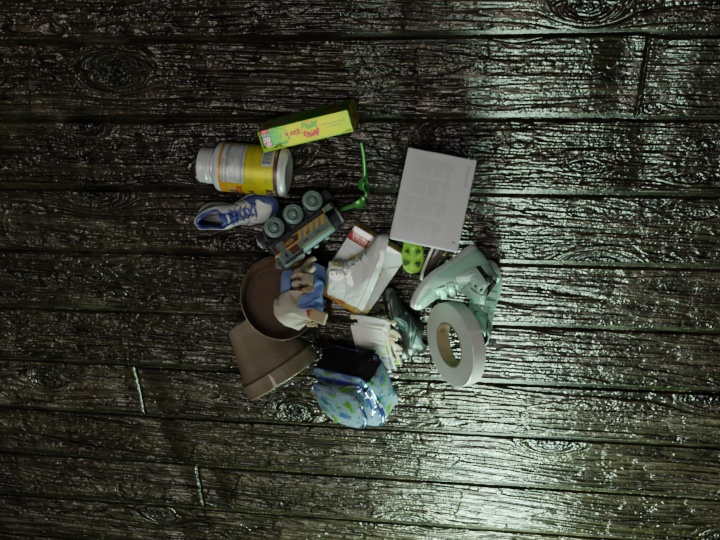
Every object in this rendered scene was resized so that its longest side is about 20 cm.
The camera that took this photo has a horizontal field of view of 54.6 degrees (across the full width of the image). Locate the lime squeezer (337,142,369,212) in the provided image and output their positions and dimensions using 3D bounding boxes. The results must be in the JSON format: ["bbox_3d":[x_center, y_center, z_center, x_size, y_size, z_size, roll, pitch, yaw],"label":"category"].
[{"bbox_3d":[-0.008,-0.187,1.574,0.071,0.038,0.201,39,120,24],"label":"lime squeezer"}]

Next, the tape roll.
[{"bbox_3d":[0.221,0.170,1.623,0.037,0.203,0.204,-10,119,-23],"label":"tape roll"}]

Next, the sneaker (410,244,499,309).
[{"bbox_3d":[0.213,0.044,1.549,0.200,0.074,0.118,-39,65,-1],"label":"sneaker"}]

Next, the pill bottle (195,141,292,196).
[{"bbox_3d":[-0.256,-0.225,1.542,0.199,0.109,0.110,6,116,5],"label":"pill bottle"}]

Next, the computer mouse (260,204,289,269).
[{"bbox_3d":[-0.197,-0.069,1.651,0.058,0.034,0.201,24,117,-5],"label":"computer mouse"}]

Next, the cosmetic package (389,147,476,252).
[{"bbox_3d":[0.157,-0.151,1.505,0.150,0.052,0.201,13,93,9],"label":"cosmetic package"}]

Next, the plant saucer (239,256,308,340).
[{"bbox_3d":[-0.196,0.067,1.657,0.200,0.201,0.037,44,153,-13],"label":"plant saucer"}]

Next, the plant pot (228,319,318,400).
[{"bbox_3d":[-0.232,0.192,1.711,0.199,0.200,0.174,-32,92,21],"label":"plant pot"}]

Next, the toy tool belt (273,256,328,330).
[{"bbox_3d":[-0.120,0.033,1.607,0.122,0.201,0.125,-11,159,34],"label":"toy tool belt"}]

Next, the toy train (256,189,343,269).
[{"bbox_3d":[-0.133,-0.094,1.562,0.200,0.085,0.114,-36,93,-11],"label":"toy train"}]

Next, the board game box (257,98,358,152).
[{"bbox_3d":[-0.109,-0.309,1.485,0.199,0.102,0.048,-11,115,13],"label":"board game box"}]

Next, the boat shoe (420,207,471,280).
[{"bbox_3d":[0.190,-0.058,1.580,0.060,0.072,0.202,20,114,2],"label":"boat shoe"}]

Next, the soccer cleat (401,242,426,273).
[{"bbox_3d":[0.128,-0.094,1.578,0.067,0.081,0.201,10,95,6],"label":"soccer cleat"}]

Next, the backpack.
[{"bbox_3d":[-0.015,0.303,1.723,0.182,0.147,0.201,5,137,38],"label":"backpack"}]

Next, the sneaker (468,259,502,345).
[{"bbox_3d":[0.288,0.084,1.608,0.073,0.118,0.202,5,116,5],"label":"sneaker"}]

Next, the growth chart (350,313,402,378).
[{"bbox_3d":[0.040,0.187,1.704,0.144,0.018,0.201,13,131,25],"label":"growth chart"}]

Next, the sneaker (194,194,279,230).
[{"bbox_3d":[-0.285,-0.125,1.608,0.199,0.088,0.076,-11,112,12],"label":"sneaker"}]

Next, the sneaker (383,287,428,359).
[{"bbox_3d":[0.108,0.121,1.689,0.079,0.076,0.201,-18,120,2],"label":"sneaker"}]

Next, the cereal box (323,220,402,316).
[{"bbox_3d":[0.000,0.000,1.653,0.143,0.040,0.201,30,116,-6],"label":"cereal box"}]

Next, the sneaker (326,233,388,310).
[{"bbox_3d":[-0.014,-0.009,1.588,0.115,0.074,0.201,20,117,-4],"label":"sneaker"}]
